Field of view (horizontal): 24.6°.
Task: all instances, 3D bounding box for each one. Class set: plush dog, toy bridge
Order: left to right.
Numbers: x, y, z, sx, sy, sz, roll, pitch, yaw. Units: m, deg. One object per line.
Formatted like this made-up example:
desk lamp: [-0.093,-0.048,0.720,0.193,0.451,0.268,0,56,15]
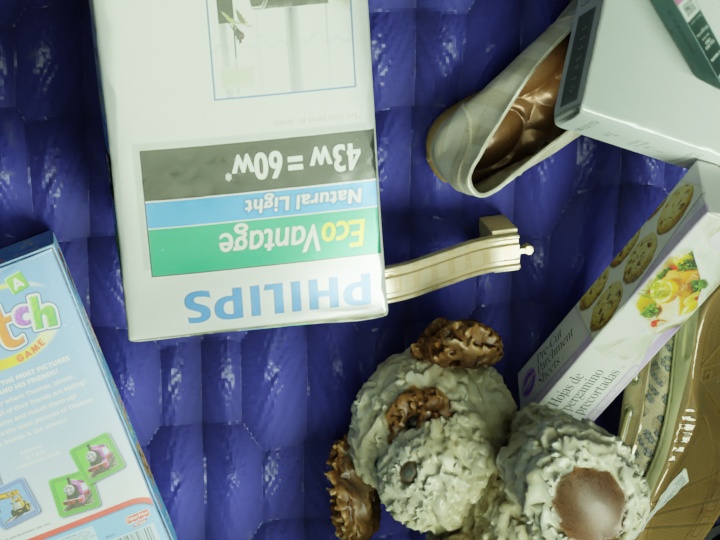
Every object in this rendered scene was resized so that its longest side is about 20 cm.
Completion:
toy bridge: [0.000,0.000,0.918,0.198,0.067,0.027,-8,108,-8]
plush dog: [0.068,0.114,0.926,0.172,0.160,0.201,43,120,14]

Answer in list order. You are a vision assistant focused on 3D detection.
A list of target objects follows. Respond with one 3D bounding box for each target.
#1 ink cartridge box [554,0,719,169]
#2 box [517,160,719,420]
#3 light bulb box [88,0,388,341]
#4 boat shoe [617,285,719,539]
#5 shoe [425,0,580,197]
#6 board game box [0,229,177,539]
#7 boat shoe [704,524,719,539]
ink cartridge box: [0.206,-0.151,0.886,0.172,0.044,0.202,15,80,-14]
box: [0.151,0.021,0.915,0.038,0.042,0.200,18,136,-17]
light bulb box: [-0.065,-0.094,0.808,0.124,0.198,0.202,-6,107,-7]
boat shoe: [0.187,0.090,0.992,0.073,0.063,0.202,-2,112,-37]
shoe: [0.125,-0.109,0.915,0.200,0.053,0.070,-40,110,3]
board game box: [-0.206,0.096,0.925,0.150,0.037,0.201,-20,111,-4]
boat shoe: [0.314,0.192,1.041,0.200,0.063,0.074,-1,106,-12]
